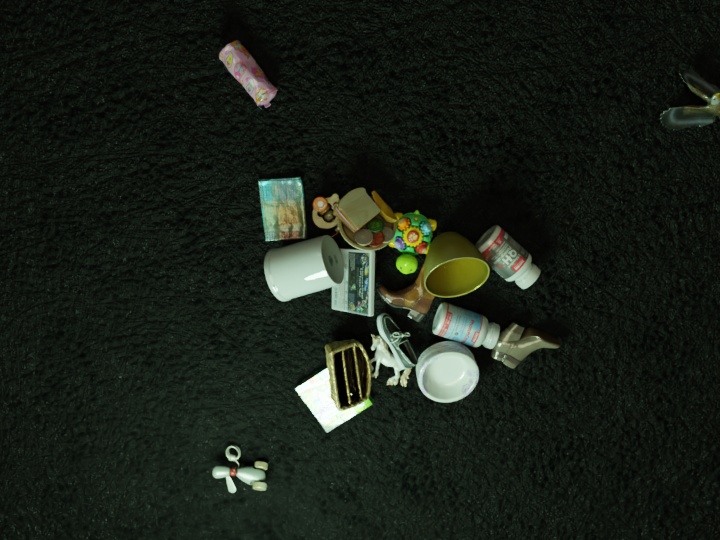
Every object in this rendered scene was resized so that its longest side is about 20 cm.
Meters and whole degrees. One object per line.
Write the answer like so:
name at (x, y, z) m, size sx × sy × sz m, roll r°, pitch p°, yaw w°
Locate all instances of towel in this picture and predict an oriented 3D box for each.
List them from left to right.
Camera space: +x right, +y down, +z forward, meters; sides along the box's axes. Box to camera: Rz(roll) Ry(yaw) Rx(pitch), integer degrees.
towel at (-0.250, -0.198, 1.671) m, size 0.145 × 0.022 × 0.202 m, roll -3°, pitch 102°, yaw 5°

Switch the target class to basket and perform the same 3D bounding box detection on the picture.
basket at (-0.030, 0.332, 1.668) m, size 0.141 × 0.149 × 0.203 m, roll -7°, pitch 92°, yaw -10°

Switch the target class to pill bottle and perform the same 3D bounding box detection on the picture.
pill bottle at (0.340, 0.182, 1.666) m, size 0.198 × 0.109 × 0.110 m, roll 18°, pitch 103°, yaw 0°
pill bottle at (0.459, -0.038, 1.609) m, size 0.200 × 0.111 × 0.111 m, roll 40°, pitch 102°, yaw -5°

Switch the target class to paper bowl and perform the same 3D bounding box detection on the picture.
paper bowl at (0.280, 0.321, 1.690) m, size 0.198 × 0.105 × 0.203 m, roll -1°, pitch 115°, yaw -1°

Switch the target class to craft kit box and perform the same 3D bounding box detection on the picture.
craft kit box at (-0.091, 0.427, 1.784) m, size 0.199 × 0.049 × 0.198 m, roll -34°, pitch 100°, yaw 10°

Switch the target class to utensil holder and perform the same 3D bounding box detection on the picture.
utensil holder at (-0.172, -0.009, 1.609) m, size 0.198 × 0.170 × 0.172 m, roll -15°, pitch 101°, yaw 21°

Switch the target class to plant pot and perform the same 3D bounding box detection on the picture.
plant pot at (0.280, -0.033, 1.583) m, size 0.198 × 0.143 × 0.201 m, roll -5°, pitch 144°, yaw -4°

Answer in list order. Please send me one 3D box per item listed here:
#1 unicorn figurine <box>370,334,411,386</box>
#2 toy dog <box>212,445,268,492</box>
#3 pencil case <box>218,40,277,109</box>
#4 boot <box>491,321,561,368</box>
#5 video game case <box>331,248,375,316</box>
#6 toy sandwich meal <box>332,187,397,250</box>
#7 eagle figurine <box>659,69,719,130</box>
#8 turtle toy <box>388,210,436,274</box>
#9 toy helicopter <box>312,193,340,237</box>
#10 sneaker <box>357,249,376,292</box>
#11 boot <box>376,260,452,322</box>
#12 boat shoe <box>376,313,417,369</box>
unicorn figurine at (0.083, 0.302, 1.737) m, size 0.198 × 0.074 × 0.138 m, roll 25°, pitch 93°, yaw -16°
toy dog at (-0.421, 0.730, 1.848) m, size 0.198 × 0.132 × 0.097 m, roll 27°, pitch 141°, yaw 2°
pencil case at (-0.337, -0.591, 1.563) m, size 0.087 × 0.087 × 0.200 m, roll -38°, pitch 98°, yaw 11°
boot at (0.534, 0.258, 1.697) m, size 0.198 × 0.070 × 0.147 m, roll 24°, pitch 109°, yaw 0°
video game case at (-0.025, 0.033, 1.636) m, size 0.181 × 0.023 × 0.203 m, roll 6°, pitch 97°, yaw 46°
toy sandwich meal at (0.020, -0.159, 1.568) m, size 0.203 × 0.070 × 0.207 m, roll 3°, pitch 68°, yaw -7°
eagle figurine at (0.994, -0.481, 1.487) m, size 0.199 × 0.152 × 0.152 m, roll 23°, pitch 60°, yaw 28°
turtle toy at (0.160, -0.090, 1.624) m, size 0.144 × 0.101 × 0.202 m, roll 10°, pitch 103°, yaw 2°
toy helicopter at (-0.054, -0.182, 1.637) m, size 0.198 × 0.079 × 0.134 m, roll -15°, pitch 95°, yaw -6°
sneaker at (0.000, 0.000, 1.665) m, size 0.081 × 0.077 × 0.203 m, roll 1°, pitch 87°, yaw 37°
boot at (0.173, 0.040, 1.670) m, size 0.187 × 0.068 × 0.201 m, roll 32°, pitch 100°, yaw 1°
boat shoe at (0.123, 0.226, 1.686) m, size 0.068 × 0.073 × 0.201 m, roll -33°, pitch 78°, yaw 51°
